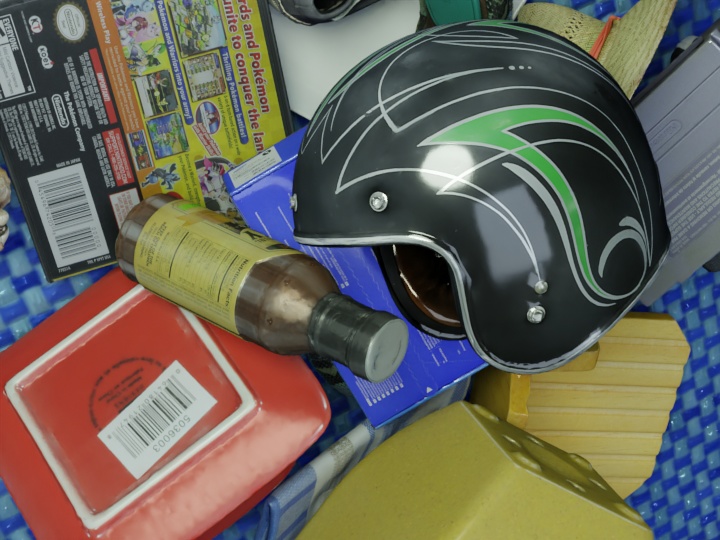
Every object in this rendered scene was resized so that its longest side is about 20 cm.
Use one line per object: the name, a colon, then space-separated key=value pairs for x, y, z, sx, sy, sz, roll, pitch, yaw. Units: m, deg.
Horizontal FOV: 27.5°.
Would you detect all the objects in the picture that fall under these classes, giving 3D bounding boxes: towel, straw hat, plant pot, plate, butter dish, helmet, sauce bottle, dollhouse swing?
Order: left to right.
butter dish: x=-0.127 y=0.110 z=0.984 sx=0.200 sy=0.200 sz=0.148 roll=-37 pitch=148 yaw=-5
sauce bottle: x=-0.060 y=0.012 z=0.887 sx=0.065 sy=0.200 sz=0.065 roll=-35 pitch=137 yaw=-40
towel: x=0.000 y=0.150 z=1.066 sx=0.200 sy=0.024 sz=0.147 roll=-33 pitch=155 yaw=-33
plate: x=0.010 y=-0.188 z=0.968 sx=0.199 sy=0.032 sz=0.200 roll=25 pitch=102 yaw=-32
helmet: x=0.065 y=-0.049 z=0.847 sx=0.200 sy=0.200 sz=0.191 roll=-39 pitch=104 yaw=-3
plant pot: x=0.075 y=0.205 z=0.957 sx=0.195 sy=0.194 sz=0.200 roll=27 pitch=98 yaw=-20
straw hat: x=0.134 y=-0.136 z=0.994 sx=0.085 sy=0.201 sz=0.201 roll=29 pitch=102 yaw=0
dollhouse swing: x=0.172 y=0.132 z=1.130 sx=0.175 sy=0.182 sz=0.200 roll=10 pitch=111 yaw=-6

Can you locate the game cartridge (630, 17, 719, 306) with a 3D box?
game cartridge: x=0.239 y=-0.077 z=1.072 sx=0.130 sy=0.038 sz=0.200 roll=39 pitch=116 yaw=-16

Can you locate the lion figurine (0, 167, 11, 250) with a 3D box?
lion figurine: x=-0.281 y=-0.059 z=0.839 sx=0.200 sy=0.073 sz=0.123 roll=1 pitch=141 yaw=-44

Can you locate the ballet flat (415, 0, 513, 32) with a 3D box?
ballet flat: x=0.072 y=-0.162 z=0.918 sx=0.074 sy=0.074 sz=0.200 roll=-30 pitch=160 yaw=-9

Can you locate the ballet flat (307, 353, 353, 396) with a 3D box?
ballet flat: x=0.032 y=-0.002 z=1.043 sx=0.074 sy=0.074 sz=0.200 roll=33 pitch=94 yaw=-34

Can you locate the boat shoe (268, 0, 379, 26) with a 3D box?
boat shoe: x=0.038 y=-0.205 z=0.915 sx=0.200 sy=0.063 sz=0.073 roll=-27 pitch=120 yaw=-12

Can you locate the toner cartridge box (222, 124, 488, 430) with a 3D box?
toner cartridge box: x=0.000 y=0.000 z=0.968 sx=0.095 sy=0.043 sz=0.200 roll=-29 pitch=115 yaw=2

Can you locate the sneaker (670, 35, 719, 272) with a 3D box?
sneaker: x=0.260 y=-0.072 z=1.118 sx=0.112 sy=0.073 sz=0.200 roll=-40 pitch=125 yaw=-3

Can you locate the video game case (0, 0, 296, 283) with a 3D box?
video game case: x=-0.136 y=-0.100 z=0.920 sx=0.180 sy=0.026 sz=0.200 roll=-17 pitch=127 yaw=-8
